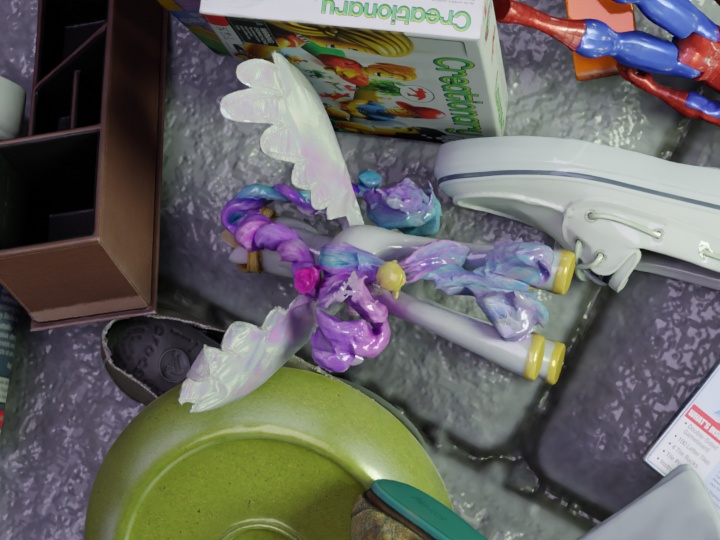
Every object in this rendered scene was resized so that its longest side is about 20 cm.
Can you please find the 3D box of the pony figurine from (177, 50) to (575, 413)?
[{"bbox_3d":[0.000,0.000,0.754,0.198,0.193,0.169,15,89,13],"label":"pony figurine"}]

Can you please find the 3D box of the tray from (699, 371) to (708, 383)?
[{"bbox_3d":[0.265,0.113,0.768,0.107,0.022,0.201,-32,77,7],"label":"tray"}]

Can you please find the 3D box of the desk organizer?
[{"bbox_3d":[-0.150,-0.078,0.826,0.071,0.077,0.202,-8,61,11],"label":"desk organizer"}]

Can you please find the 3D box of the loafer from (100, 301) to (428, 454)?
[{"bbox_3d":[-0.059,0.075,0.819,0.198,0.070,0.076,22,87,14],"label":"loafer"}]

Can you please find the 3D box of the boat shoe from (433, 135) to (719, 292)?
[{"bbox_3d":[0.131,-0.023,0.789,0.197,0.074,0.068,8,82,13],"label":"boat shoe"}]

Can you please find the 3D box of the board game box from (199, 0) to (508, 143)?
[{"bbox_3d":[0.006,-0.104,0.760,0.125,0.200,0.035,7,82,10],"label":"board game box"}]

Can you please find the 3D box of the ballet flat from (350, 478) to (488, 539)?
[{"bbox_3d":[0.055,0.152,0.677,0.199,0.070,0.071,22,86,55],"label":"ballet flat"}]

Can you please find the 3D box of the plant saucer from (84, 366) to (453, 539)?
[{"bbox_3d":[-0.048,0.150,0.790,0.197,0.031,0.203,1,103,6],"label":"plant saucer"}]

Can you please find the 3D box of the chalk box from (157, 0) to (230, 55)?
[{"bbox_3d":[-0.042,-0.191,0.787,0.122,0.200,0.126,6,83,13],"label":"chalk box"}]

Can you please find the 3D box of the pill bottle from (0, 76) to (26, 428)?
[{"bbox_3d":[-0.242,-0.007,0.845,0.118,0.120,0.203,7,83,13],"label":"pill bottle"}]

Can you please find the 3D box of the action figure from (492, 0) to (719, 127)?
[{"bbox_3d":[0.157,-0.115,0.766,0.198,0.052,0.066,20,107,-23],"label":"action figure"}]

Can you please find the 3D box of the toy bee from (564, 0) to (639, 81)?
[{"bbox_3d":[0.125,-0.208,0.816,0.129,0.109,0.202,12,109,6],"label":"toy bee"}]

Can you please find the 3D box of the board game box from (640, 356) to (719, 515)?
[{"bbox_3d":[0.271,0.076,0.732,0.200,0.041,0.200,40,91,9],"label":"board game box"}]

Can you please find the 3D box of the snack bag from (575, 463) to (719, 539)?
[{"bbox_3d":[0.098,0.191,0.653,0.188,0.021,0.201,-38,33,19],"label":"snack bag"}]
